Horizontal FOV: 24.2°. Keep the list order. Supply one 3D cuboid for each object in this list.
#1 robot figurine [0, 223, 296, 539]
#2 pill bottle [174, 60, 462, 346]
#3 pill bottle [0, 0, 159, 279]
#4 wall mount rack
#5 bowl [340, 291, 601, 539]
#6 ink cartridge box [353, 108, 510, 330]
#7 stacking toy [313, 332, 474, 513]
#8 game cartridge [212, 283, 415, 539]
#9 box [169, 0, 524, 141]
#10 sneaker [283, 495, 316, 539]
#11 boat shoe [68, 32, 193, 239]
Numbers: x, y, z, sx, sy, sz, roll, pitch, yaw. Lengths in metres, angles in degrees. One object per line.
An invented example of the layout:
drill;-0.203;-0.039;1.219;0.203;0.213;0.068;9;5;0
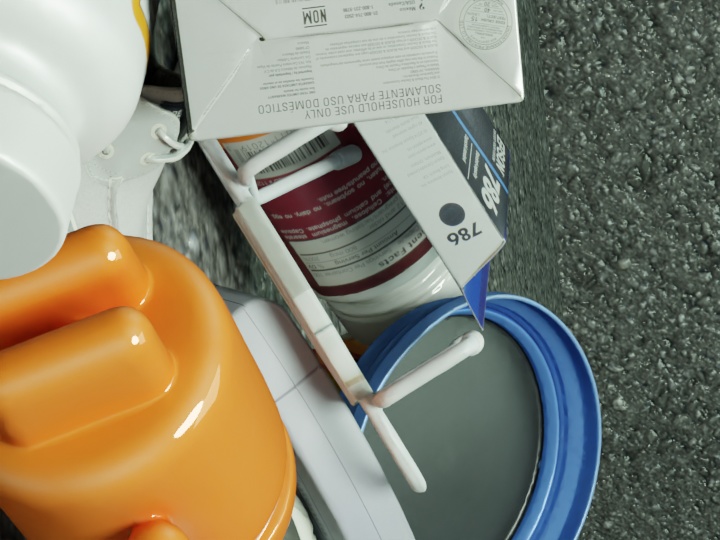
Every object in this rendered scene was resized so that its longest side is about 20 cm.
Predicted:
robot figurine;-0.090;0.063;0.663;0.117;0.143;0.200;-54;151;-22
pill bottle;-0.011;-0.056;0.947;0.200;0.113;0.115;57;29;-37
pill bottle;-0.121;-0.102;0.559;0.111;0.110;0.201;70;22;-55
wall mount rack;0.000;0.000;0.784;0.201;0.074;0.174;59;-2;3
bowl;0.057;0.110;0.954;0.200;0.039;0.202;-9;104;-40
ink cartridge box;0.031;-0.076;0.841;0.201;0.039;0.100;57;21;-25
stacking toy;-0.033;0.096;0.957;0.200;0.145;0.147;20;68;-61
game cartridge;-0.034;0.093;0.815;0.041;0.133;0.201;-38;115;-26
box;-0.010;-0.091;0.634;0.200;0.116;0.061;-123;-154;-80
sneaker;-0.070;0.187;0.771;0.088;0.075;0.201;-36;136;-68
boat shoe;-0.106;-0.074;0.723;0.072;0.068;0.202;-56;142;-70
